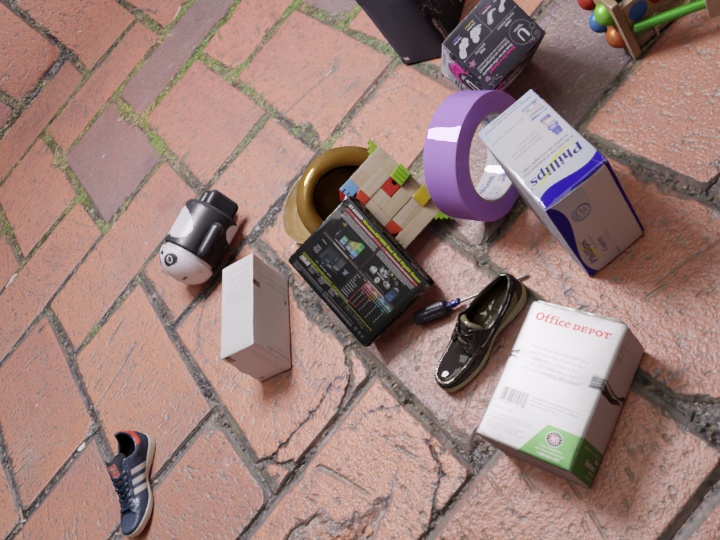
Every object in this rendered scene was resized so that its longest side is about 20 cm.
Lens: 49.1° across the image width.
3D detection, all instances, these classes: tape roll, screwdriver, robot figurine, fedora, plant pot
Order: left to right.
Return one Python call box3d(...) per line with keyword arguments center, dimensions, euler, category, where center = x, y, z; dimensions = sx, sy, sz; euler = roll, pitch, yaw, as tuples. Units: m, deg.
box3d(center=(-0.337, -0.070, 1.646), dimensions=(0.124, 0.150, 0.201), euler=(25, 78, 9), category="robot figurine")
box3d(center=(-0.068, -0.135, 1.541), dimensions=(0.199, 0.027, 0.202), euler=(-21, 50, 28), category="plant pot")
box3d(center=(-0.020, -0.125, 1.420), dimensions=(0.202, 0.200, 0.082), euler=(-58, 8, -8), category="fedora")
box3d(center=(0.170, 0.039, 1.233), dimensions=(0.199, 0.028, 0.029), euler=(-28, 77, 20), category="screwdriver")
box3d(center=(0.185, -0.179, 1.236), dimensions=(0.065, 0.200, 0.202), euler=(11, 70, 43), category="tape roll")

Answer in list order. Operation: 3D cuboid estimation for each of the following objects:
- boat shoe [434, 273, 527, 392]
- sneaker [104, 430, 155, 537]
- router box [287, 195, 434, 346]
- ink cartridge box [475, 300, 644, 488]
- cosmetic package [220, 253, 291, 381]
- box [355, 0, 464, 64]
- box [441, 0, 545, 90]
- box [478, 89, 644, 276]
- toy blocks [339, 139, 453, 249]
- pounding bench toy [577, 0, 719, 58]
box3d(center=(0.168, 0.087, 1.172), dimensions=(0.073, 0.065, 0.201), euler=(32, 87, 43), category="boat shoe")
box3d(center=(-0.435, 0.389, 1.457), dimensions=(0.075, 0.084, 0.201), euler=(-28, 48, 22), category="sneaker")
box3d(center=(0.000, 0.000, 1.291), dimensions=(0.150, 0.062, 0.200), euler=(-44, 81, 13), category="router box")
box3d(center=(0.264, 0.157, 1.034), dimensions=(0.145, 0.084, 0.201), euler=(16, 73, 44), category="ink cartridge box")
box3d(center=(-0.191, 0.086, 1.437), dimensions=(0.081, 0.113, 0.201), euler=(-27, 50, 23), category="cosmetic package")
box3d(center=(0.107, -0.553, 1.548), dimensions=(0.117, 0.196, 0.202), euler=(-1, 63, 38), category="box")
box3d(center=(0.217, -0.363, 1.322), dimensions=(0.115, 0.200, 0.132), euler=(43, 95, 3), category="box")
box3d(center=(0.287, -0.126, 1.130), dimensions=(0.105, 0.184, 0.201), euler=(-38, 46, 10), category="box")
box3d(center=(0.041, -0.108, 1.348), dimensions=(0.200, 0.100, 0.137), euler=(44, 91, 4), category="toy blocks")
box3d(center=(0.448, -0.419, 1.231), dimensions=(0.156, 0.124, 0.201), euler=(-38, 45, 13), category="pounding bench toy")
